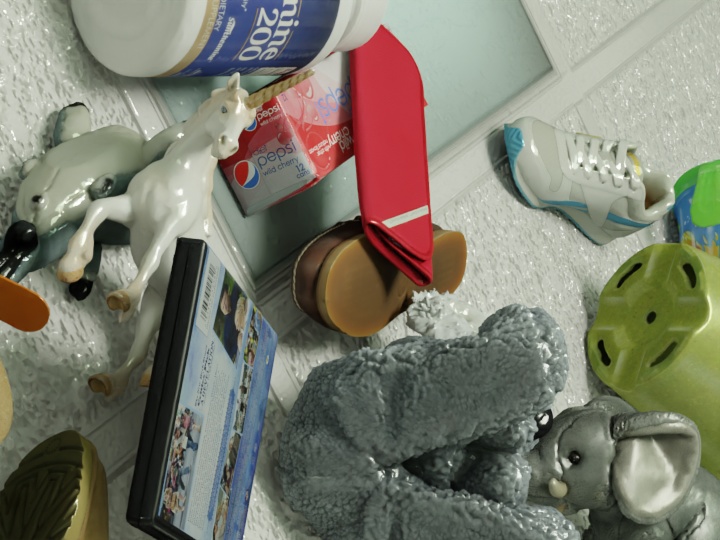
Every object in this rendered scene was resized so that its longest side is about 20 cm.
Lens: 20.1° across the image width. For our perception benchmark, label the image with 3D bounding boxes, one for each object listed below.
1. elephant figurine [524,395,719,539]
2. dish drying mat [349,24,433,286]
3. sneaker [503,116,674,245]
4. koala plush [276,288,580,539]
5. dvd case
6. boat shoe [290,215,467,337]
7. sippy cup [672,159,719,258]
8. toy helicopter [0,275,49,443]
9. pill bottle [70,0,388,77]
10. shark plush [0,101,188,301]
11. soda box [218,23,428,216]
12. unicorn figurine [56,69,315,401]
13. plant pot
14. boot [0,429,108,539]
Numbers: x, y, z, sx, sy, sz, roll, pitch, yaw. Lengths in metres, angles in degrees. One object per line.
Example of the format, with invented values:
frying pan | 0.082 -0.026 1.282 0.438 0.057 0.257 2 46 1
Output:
elephant figurine | 0.186 0.148 1.468 0.201 0.141 0.155 61 35 -18
dish drying mat | 0.021 -0.086 1.343 0.077 0.018 0.201 39 35 -37
sneaker | 0.189 -0.086 1.704 0.199 0.080 0.077 23 52 -50
koala plush | 0.051 0.097 1.285 0.200 0.182 0.179 -51 137 -75
dvd case | -0.080 0.078 1.071 0.200 0.017 0.144 63 36 -73
boat shoe | 0.000 0.000 1.346 0.200 0.070 0.071 -6 109 -64
sippy cup | 0.355 -0.016 1.894 0.177 0.140 0.131 19 60 -21
toy helicopter | -0.225 -0.002 0.960 0.201 0.079 0.132 60 29 -5
pill bottle | -0.074 -0.177 1.265 0.199 0.111 0.112 -8 76 -50
shark plush | -0.146 -0.023 1.119 0.200 0.090 0.084 -61 153 -60
soda box | -0.027 -0.106 1.374 0.070 0.063 0.200 63 29 -7
unicorn figurine | -0.102 -0.015 1.105 0.073 0.201 0.138 27 52 11
plant pot | 0.294 0.071 1.683 0.184 0.200 0.202 29 45 -31
boot | -0.110 0.201 1.026 0.200 0.066 0.176 41 47 -39
